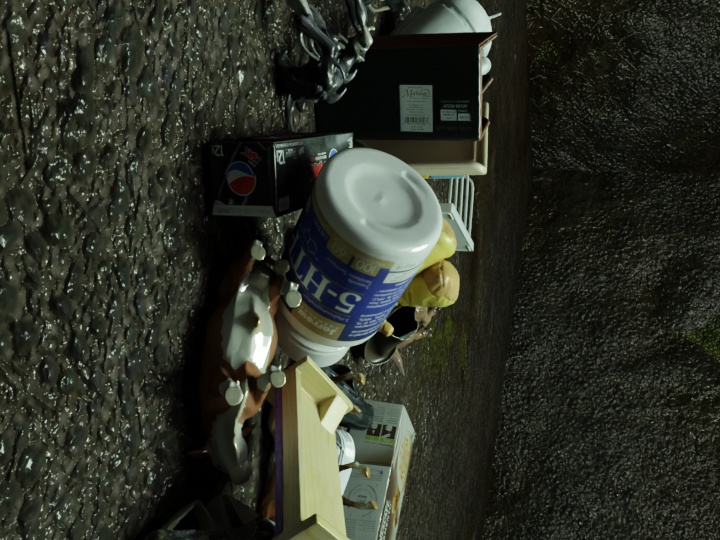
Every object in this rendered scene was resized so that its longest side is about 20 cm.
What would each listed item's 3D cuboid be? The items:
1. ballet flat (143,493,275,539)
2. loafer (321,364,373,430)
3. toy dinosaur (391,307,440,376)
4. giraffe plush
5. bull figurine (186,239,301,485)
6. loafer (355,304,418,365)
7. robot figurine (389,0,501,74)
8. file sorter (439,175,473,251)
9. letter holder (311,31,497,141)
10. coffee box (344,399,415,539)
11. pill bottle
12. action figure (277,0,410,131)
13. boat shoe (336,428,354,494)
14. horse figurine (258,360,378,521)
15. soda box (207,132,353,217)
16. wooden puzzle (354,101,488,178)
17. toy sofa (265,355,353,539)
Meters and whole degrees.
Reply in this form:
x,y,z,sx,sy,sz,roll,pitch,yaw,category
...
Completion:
x,y,z,sx,sy,sz,roll,pitch,yaw,category
-0.123,0.231,0.608,0.200,0.070,0.074,28,68,-69,ballet flat
-0.025,0.155,0.872,0.200,0.066,0.072,41,65,-63,loafer
0.057,0.080,1.093,0.135,0.084,0.204,-29,142,-55,toy dinosaur
0.000,0.000,0.817,0.161,0.199,0.175,-14,69,-55,giraffe plush
-0.101,0.075,0.600,0.121,0.064,0.206,-31,-128,58,bull figurine
0.039,0.074,0.961,0.072,0.071,0.203,57,-28,33,loafer
0.115,-0.326,1.037,0.200,0.170,0.113,-43,156,-4,robot figurine
0.096,-0.118,1.073,0.200,0.135,0.129,37,57,-68,file sorter
0.059,-0.225,0.839,0.143,0.194,0.103,-53,143,-58,letter holder
0.018,0.308,1.018,0.115,0.077,0.204,67,33,-53,coffee box
-0.016,-0.001,0.657,0.202,0.118,0.121,-60,-177,44,pill bottle
-0.031,-0.245,0.723,0.200,0.102,0.119,-47,-170,0,action figure
-0.065,0.278,0.795,0.067,0.071,0.206,16,92,-37,boat shoe
-0.054,0.181,0.746,0.050,0.129,0.207,8,75,-73,horse figurine
-0.070,-0.098,0.680,0.200,0.069,0.065,-33,124,-67,soda box
0.065,-0.156,0.860,0.202,0.179,0.038,-73,160,-55,wooden puzzle
-0.056,0.183,0.617,0.083,0.096,0.202,48,16,-30,toy sofa
